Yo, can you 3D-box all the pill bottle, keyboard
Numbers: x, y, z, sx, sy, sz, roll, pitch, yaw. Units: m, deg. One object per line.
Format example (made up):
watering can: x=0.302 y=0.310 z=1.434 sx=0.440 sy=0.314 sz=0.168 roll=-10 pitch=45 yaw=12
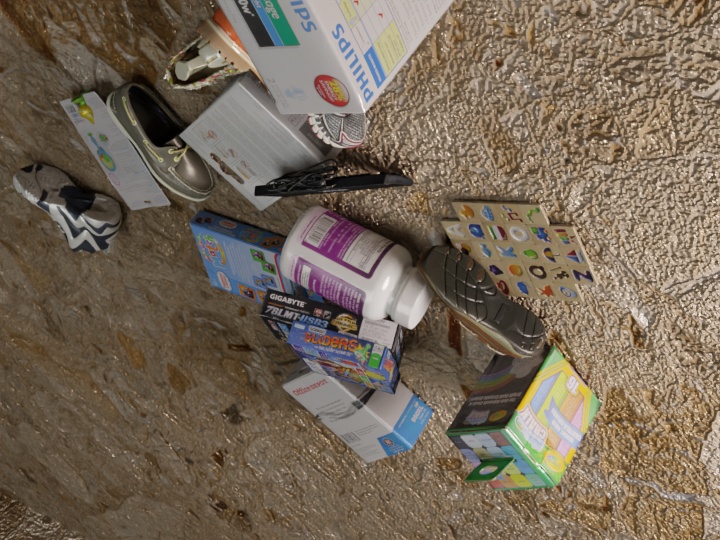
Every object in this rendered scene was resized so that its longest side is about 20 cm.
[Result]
pill bottle: x=0.000 y=0.000 z=1.719 sx=0.200 sy=0.112 sz=0.112 roll=27 pitch=148 yaw=15
keyboard: x=-0.040 y=-0.120 z=1.611 sx=0.200 sy=0.104 sz=0.040 roll=-4 pitch=90 yaw=27

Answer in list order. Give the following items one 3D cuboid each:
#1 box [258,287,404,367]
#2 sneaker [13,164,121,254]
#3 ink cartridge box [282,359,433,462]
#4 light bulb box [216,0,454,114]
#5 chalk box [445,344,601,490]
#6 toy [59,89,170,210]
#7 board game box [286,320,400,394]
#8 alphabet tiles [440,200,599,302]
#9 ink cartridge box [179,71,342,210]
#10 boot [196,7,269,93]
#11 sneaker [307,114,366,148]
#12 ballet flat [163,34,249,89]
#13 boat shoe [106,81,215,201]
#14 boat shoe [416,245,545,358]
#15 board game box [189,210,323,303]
box: x=-0.037 y=0.090 z=1.834 sx=0.198 sy=0.050 sz=0.200 roll=17 pitch=168 yaw=8
sneaker: x=-0.490 y=-0.089 z=2.107 sx=0.199 sy=0.080 sz=0.130 roll=20 pitch=138 yaw=7
ink cartridge box: x=-0.006 y=0.206 z=2.027 sx=0.200 sy=0.084 sz=0.145 roll=42 pitch=148 yaw=-12
light bulb box: x=-0.031 y=-0.294 z=1.272 sx=0.125 sy=0.200 sz=0.198 roll=5 pitch=137 yaw=40
chalk box: x=0.214 y=0.219 z=1.718 sx=0.124 sy=0.200 sz=0.124 roll=49 pitch=147 yaw=-20
toy: x=-0.356 y=-0.185 z=1.882 sx=0.115 sy=0.047 sz=0.200 roll=-3 pitch=128 yaw=50
board game box: x=-0.020 y=0.125 z=1.772 sx=0.135 sy=0.035 sz=0.200 roll=15 pitch=167 yaw=10
alphabet tiles: x=0.200 y=-0.024 z=1.595 sx=0.200 sy=0.006 sz=0.167 roll=5 pitch=137 yaw=41
ink cartridge box: x=-0.136 y=-0.175 z=1.684 sx=0.163 sy=0.057 sz=0.200 roll=43 pitch=153 yaw=-13
boot: x=-0.093 y=-0.266 z=1.491 sx=0.075 sy=0.107 sz=0.200 roll=48 pitch=-172 yaw=35
sneaker: x=-0.023 y=-0.222 z=1.477 sx=0.075 sy=0.081 sz=0.200 roll=16 pitch=143 yaw=26
ballet flat: x=-0.184 y=-0.268 z=1.577 sx=0.200 sy=0.064 sz=0.076 roll=-24 pitch=94 yaw=54
boat shoe: x=-0.276 y=-0.182 z=1.784 sx=0.202 sy=0.072 sz=0.060 roll=49 pitch=152 yaw=-13
boat shoe: x=0.151 y=0.051 z=1.667 sx=0.200 sy=0.076 sz=0.074 roll=42 pitch=152 yaw=-8
board game box: x=-0.158 y=-0.006 z=1.937 sx=0.200 sy=0.037 sz=0.151 roll=18 pitch=145 yaw=24
